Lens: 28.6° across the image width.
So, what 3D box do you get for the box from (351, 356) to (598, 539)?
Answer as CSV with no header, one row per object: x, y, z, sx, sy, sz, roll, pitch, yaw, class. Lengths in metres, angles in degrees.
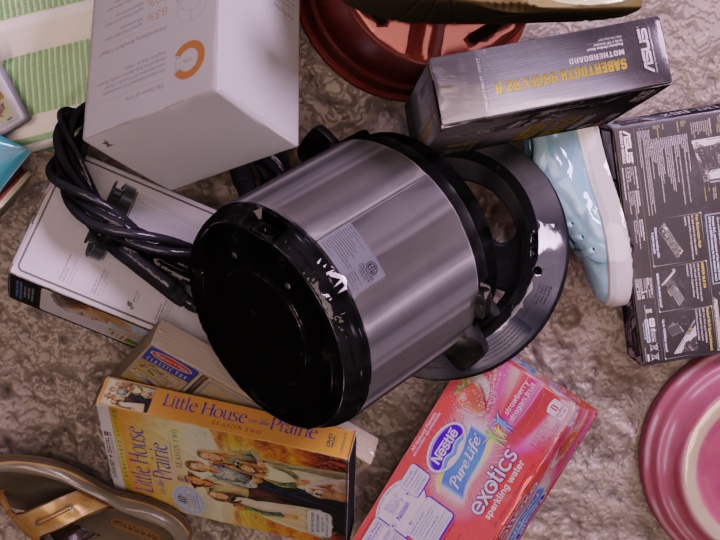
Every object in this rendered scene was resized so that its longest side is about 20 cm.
0.092,0.168,1.140,0.102,0.095,0.201,32,94,22,box

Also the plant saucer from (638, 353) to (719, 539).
0.337,0.161,1.191,0.199,0.051,0.202,0,98,-3,plant saucer

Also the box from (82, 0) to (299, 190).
-0.120,-0.180,1.032,0.124,0.097,0.201,-15,62,31,box

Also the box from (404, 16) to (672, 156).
0.119,-0.125,1.009,0.157,0.200,0.049,-12,88,-4,box

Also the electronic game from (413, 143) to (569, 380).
0.068,-0.013,1.119,0.199,0.042,0.202,-6,76,23,electronic game

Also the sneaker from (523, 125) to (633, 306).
0.161,-0.062,1.145,0.081,0.074,0.201,-15,87,0,sneaker

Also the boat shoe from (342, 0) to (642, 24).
0.086,-0.199,0.928,0.199,0.072,0.067,1,88,-5,boat shoe

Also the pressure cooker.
0.002,-0.001,1.013,0.200,0.178,0.177,-33,125,-35,pressure cooker

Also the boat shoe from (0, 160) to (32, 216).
-0.349,-0.028,1.120,0.200,0.071,0.063,-39,95,6,boat shoe

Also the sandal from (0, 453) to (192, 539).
-0.235,0.201,1.145,0.199,0.080,0.054,22,51,-9,sandal

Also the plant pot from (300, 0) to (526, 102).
0.050,-0.226,1.052,0.199,0.195,0.202,0,97,-4,plant pot

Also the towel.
-0.235,-0.204,1.126,0.151,0.023,0.201,-14,97,-2,towel

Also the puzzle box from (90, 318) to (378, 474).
-0.101,0.121,1.116,0.199,0.133,0.026,30,50,-15,puzzle box

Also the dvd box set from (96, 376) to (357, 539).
-0.102,0.153,1.110,0.198,0.147,0.030,12,52,7,dvd box set

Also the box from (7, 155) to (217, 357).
-0.163,-0.001,1.114,0.199,0.060,0.117,22,67,-7,box

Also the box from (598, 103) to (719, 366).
0.289,-0.034,1.164,0.156,0.050,0.202,-10,98,-2,box

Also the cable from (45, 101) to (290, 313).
-0.144,-0.073,1.085,0.200,0.051,0.163,38,64,2,cable

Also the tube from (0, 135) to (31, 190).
-0.356,-0.118,1.079,0.199,0.050,0.078,35,80,-4,tube

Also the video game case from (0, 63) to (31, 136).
-0.388,-0.149,1.111,0.199,0.022,0.183,-29,95,5,video game case
